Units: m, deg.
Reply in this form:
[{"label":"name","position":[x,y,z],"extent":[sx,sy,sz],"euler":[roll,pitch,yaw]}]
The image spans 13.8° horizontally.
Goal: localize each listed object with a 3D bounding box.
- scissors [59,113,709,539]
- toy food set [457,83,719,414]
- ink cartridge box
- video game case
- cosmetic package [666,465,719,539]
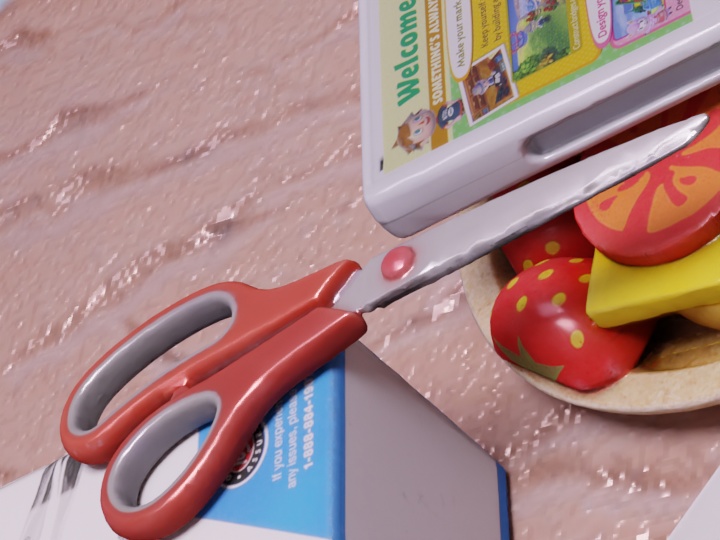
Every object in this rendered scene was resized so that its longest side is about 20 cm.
[{"label":"scissors","position":[0.000,0.000,0.776],"extent":[0.200,0.014,0.073],"euler":[-38,35,15]},{"label":"toy food set","position":[0.103,-0.052,0.819],"extent":[0.198,0.049,0.200],"euler":[-15,49,37]},{"label":"ink cartridge box","position":[-0.061,0.126,0.807],"extent":[0.200,0.084,0.146],"euler":[-27,43,28]},{"label":"video game case","position":[0.079,-0.117,0.841],"extent":[0.182,0.022,0.200],"euler":[-26,40,22]},{"label":"cosmetic package","position":[0.142,0.035,0.680],"extent":[0.200,0.083,0.051],"euler":[-53,35,-4]}]
